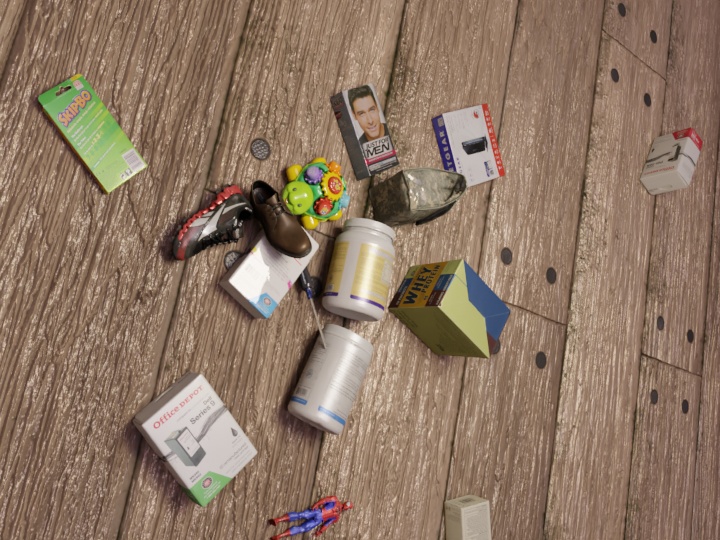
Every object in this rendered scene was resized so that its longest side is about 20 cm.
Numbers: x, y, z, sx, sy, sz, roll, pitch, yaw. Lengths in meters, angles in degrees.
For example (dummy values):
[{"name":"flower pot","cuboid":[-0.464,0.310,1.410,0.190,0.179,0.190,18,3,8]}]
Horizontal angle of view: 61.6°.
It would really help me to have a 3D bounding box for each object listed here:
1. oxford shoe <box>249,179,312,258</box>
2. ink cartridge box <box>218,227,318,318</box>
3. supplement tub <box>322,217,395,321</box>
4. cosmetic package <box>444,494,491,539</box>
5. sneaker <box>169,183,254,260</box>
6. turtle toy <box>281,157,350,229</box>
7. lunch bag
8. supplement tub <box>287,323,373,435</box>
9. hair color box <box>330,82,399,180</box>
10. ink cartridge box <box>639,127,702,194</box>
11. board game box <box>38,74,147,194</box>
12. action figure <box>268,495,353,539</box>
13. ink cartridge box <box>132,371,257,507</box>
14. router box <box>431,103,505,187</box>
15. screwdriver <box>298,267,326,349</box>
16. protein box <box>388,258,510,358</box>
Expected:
[{"name":"oxford shoe","cuboid":[-0.168,-0.105,1.217,0.072,0.085,0.200,-35,66,-19]},{"name":"ink cartridge box","cuboid":[-0.191,-0.013,1.283,0.115,0.067,0.202,45,65,-20]},{"name":"supplement tub","cuboid":[0.000,0.000,1.362,0.143,0.144,0.206,20,75,-29]},{"name":"cosmetic package","cuboid":[0.274,0.687,1.525,0.101,0.072,0.207,1,85,-33]},{"name":"sneaker","cuboid":[-0.289,-0.083,1.208,0.097,0.071,0.201,37,62,11]},{"name":"turtle toy","cuboid":[-0.098,-0.171,1.326,0.198,0.100,0.150,-25,100,-41]},{"name":"lunch bag","cuboid":[0.145,-0.176,1.461,0.196,0.163,0.121,-10,86,-32]},{"name":"supplement tub","cuboid":[-0.063,0.236,1.310,0.131,0.131,0.204,35,69,-25]},{"name":"hair color box","cuboid":[0.012,-0.332,1.448,0.097,0.060,0.205,-24,98,-32]},{"name":"ink cartridge box","cuboid":[1.078,-0.379,2.098,0.082,0.146,0.203,39,66,-22]},{"name":"board game box","cuboid":[-0.498,-0.254,1.128,0.095,0.030,0.203,-42,111,-29]},{"name":"action figure","cuboid":[-0.100,0.537,1.311,0.196,0.051,0.068,-7,86,-36]},{"name":"ink cartridge box","cuboid":[-0.317,0.320,1.163,0.145,0.083,0.203,-41,107,-29]},{"name":"router box","cuboid":[0.295,-0.333,1.640,0.176,0.048,0.206,-21,97,-33]},{"name":"screwdriver","cuboid":[-0.107,0.076,1.310,0.028,0.028,0.205,-3,62,-24]},{"name":"protein box","cuboid":[0.214,0.095,1.460,0.198,0.198,0.137,43,65,-22]}]
